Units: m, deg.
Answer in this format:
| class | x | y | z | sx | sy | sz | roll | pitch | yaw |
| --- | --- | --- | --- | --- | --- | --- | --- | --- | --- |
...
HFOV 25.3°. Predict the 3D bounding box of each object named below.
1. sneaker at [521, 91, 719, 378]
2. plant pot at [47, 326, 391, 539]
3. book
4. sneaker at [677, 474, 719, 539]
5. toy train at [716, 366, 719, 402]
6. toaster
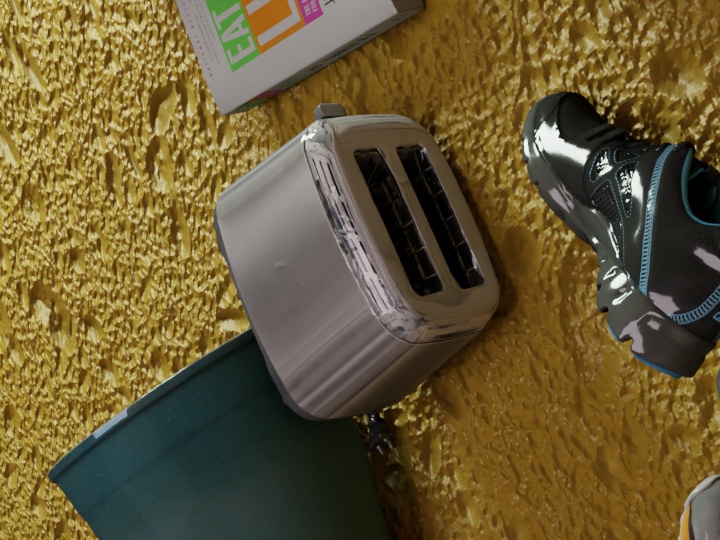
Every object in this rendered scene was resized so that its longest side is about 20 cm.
| class | x | y | z | sx | sy | sz | roll | pitch | yaw |
| --- | --- | --- | --- | --- | --- | --- | --- | --- | --- |
| sneaker | 0.146 | -0.035 | 0.813 | 0.082 | 0.073 | 0.201 | -48 | 39 | 22 |
| plant pot | -0.072 | 0.158 | 1.059 | 0.189 | 0.199 | 0.200 | 56 | 138 | 6 |
| book | -0.047 | -0.197 | 1.057 | 0.199 | 0.048 | 0.135 | -23 | 84 | 49 |
| sneaker | 0.224 | 0.188 | 0.781 | 0.077 | 0.078 | 0.201 | -37 | 76 | 41 |
| toy train | 0.244 | 0.087 | 0.728 | 0.114 | 0.085 | 0.202 | -32 | 70 | 36 |
| toaster | 0.000 | 0.000 | 0.983 | 0.129 | 0.113 | 0.202 | -41 | 65 | 45 |
